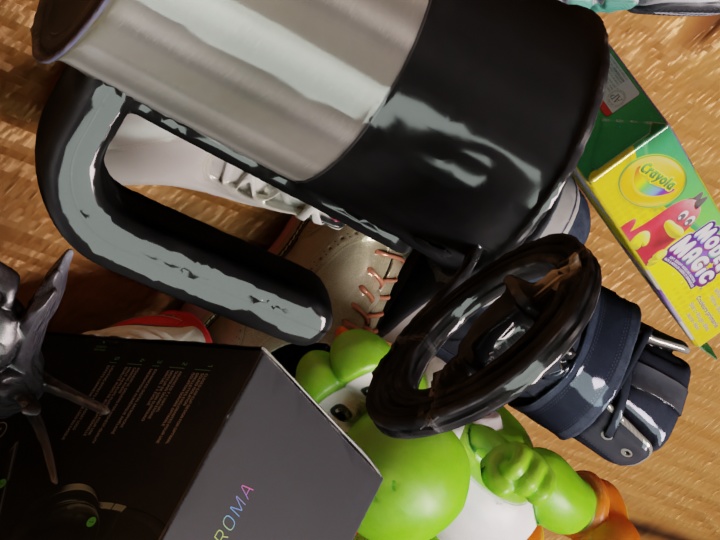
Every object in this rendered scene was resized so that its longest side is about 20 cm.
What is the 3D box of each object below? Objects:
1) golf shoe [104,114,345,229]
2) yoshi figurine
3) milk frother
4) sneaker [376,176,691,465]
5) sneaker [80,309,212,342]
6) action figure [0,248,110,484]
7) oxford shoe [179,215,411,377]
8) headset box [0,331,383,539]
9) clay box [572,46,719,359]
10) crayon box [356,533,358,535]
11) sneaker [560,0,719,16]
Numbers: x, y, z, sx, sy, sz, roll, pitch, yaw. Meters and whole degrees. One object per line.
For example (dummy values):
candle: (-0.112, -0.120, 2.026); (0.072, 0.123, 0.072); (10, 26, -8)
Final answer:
golf shoe: (-0.029, -0.059, 1.016); (0.199, 0.092, 0.073); (-10, 144, -21)
yoshi figurine: (0.042, 0.104, 1.092); (0.200, 0.112, 0.113); (39, 81, -41)
milk frother: (-0.013, -0.054, 0.866); (0.188, 0.200, 0.181); (26, 89, -21)
sneaker: (0.102, 0.022, 1.120); (0.146, 0.077, 0.202); (30, 162, -8)
sneaker: (-0.141, 0.085, 1.150); (0.200, 0.077, 0.085); (-34, 179, 30)
action figure: (-0.185, -0.001, 0.936); (0.200, 0.102, 0.119); (36, 109, -11)
oxford shoe: (0.000, 0.000, 1.126); (0.071, 0.074, 0.200); (18, 126, -46)
headset box: (-0.110, 0.120, 0.961); (0.199, 0.175, 0.093); (1, 143, 43)
clay box: (0.124, -0.045, 1.113); (0.048, 0.115, 0.200); (-36, 146, 6)
crayon box: (-0.012, 0.128, 1.170); (0.051, 0.127, 0.200); (-23, -177, 32)
sneaker: (0.069, -0.150, 1.005); (0.199, 0.088, 0.074); (-1, -176, -10)
